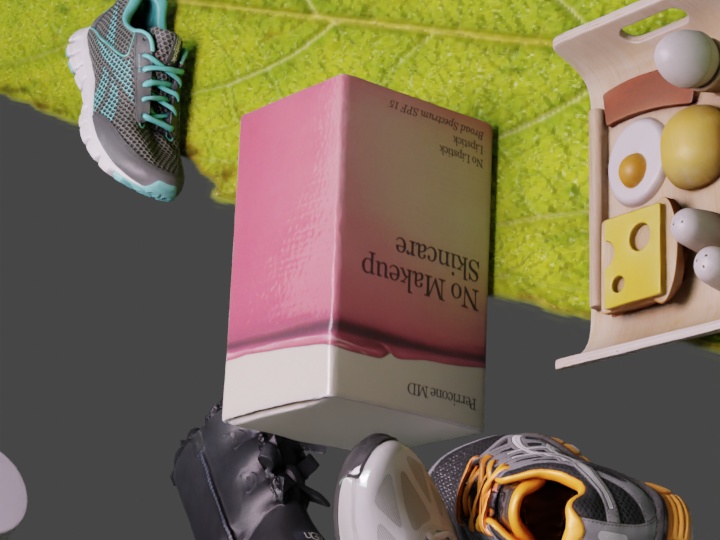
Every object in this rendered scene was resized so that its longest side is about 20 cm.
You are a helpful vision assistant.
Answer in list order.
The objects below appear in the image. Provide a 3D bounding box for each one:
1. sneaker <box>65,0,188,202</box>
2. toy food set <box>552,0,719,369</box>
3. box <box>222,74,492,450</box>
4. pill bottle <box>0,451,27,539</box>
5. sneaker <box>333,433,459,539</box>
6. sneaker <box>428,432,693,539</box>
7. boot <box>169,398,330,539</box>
[{"bbox_3d":[-0.166,-0.140,1.655,0.091,0.077,0.201,-46,46,27],"label":"sneaker"},{"bbox_3d":[0.159,-0.052,1.202,0.143,0.060,0.201,-19,63,48],"label":"toy food set"},{"bbox_3d":[0.000,0.000,1.336,0.109,0.127,0.201,-17,65,48],"label":"box"},{"bbox_3d":[-0.347,0.218,1.729,0.200,0.110,0.111,-42,47,36],"label":"pill bottle"},{"bbox_3d":[0.065,0.179,1.187,0.115,0.076,0.202,-2,116,45],"label":"sneaker"},{"bbox_3d":[0.093,0.128,1.211,0.199,0.077,0.079,4,82,55],"label":"sneaker"},{"bbox_3d":[-0.092,0.188,1.437,0.198,0.073,0.163,-44,47,25],"label":"boot"}]
